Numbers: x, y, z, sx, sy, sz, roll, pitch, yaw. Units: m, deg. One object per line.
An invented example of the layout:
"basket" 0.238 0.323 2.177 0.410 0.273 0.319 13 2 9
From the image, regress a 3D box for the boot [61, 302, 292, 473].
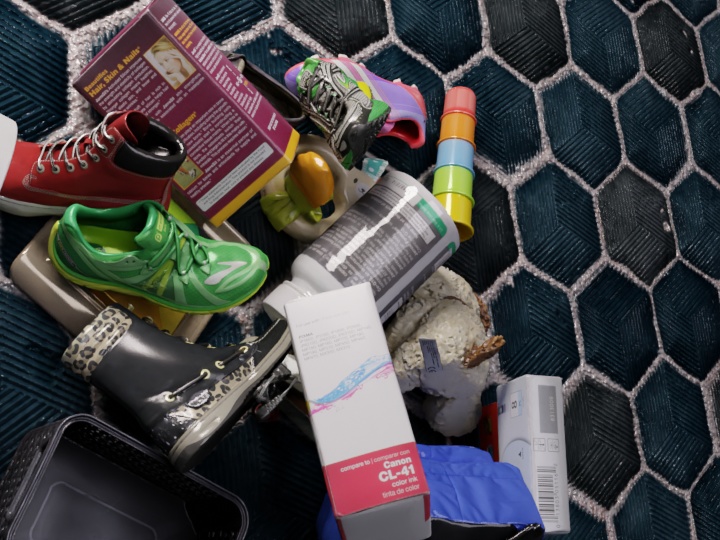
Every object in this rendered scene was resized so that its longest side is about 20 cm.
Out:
"boot" -0.159 0.073 0.973 0.153 0.074 0.204 36 41 4

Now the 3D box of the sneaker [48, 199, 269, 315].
"sneaker" -0.177 -0.013 0.950 0.198 0.084 0.075 8 55 -15

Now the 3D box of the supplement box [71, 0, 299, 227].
"supplement box" -0.169 -0.159 1.052 0.200 0.110 0.086 46 19 -17

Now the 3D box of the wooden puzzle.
"wooden puzzle" -0.212 -0.010 1.035 0.185 0.037 0.201 45 54 -19

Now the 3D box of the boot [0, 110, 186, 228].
"boot" -0.258 -0.106 0.937 0.198 0.144 0.073 14 55 -14

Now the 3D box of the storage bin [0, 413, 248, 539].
"storage bin" -0.214 0.229 0.923 0.199 0.093 0.136 35 58 -24

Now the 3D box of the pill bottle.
"pill bottle" 0.000 0.000 1.114 0.200 0.113 0.113 -43 105 -14

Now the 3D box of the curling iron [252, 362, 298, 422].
"curling iron" -0.082 0.125 0.991 0.026 0.200 0.050 39 76 5

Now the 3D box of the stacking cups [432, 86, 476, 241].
"stacking cups" 0.115 -0.138 1.321 0.060 0.060 0.202 20 63 -32

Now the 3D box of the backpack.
"backpack" 0.054 0.262 1.077 0.198 0.164 0.168 6 29 -20

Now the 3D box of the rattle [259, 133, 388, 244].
"rattle" -0.005 -0.109 1.168 0.199 0.143 0.131 -1 58 -32

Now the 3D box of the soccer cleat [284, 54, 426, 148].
"soccer cleat" 0.001 -0.196 1.241 0.199 0.067 0.077 9 61 -41

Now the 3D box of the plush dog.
"plush dog" 0.087 0.063 1.194 0.199 0.160 0.173 28 36 -29

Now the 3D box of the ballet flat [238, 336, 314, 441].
"ballet flat" -0.047 0.135 1.103 0.199 0.062 0.068 36 58 -25

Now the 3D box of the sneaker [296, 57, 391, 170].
"sneaker" -0.029 -0.166 1.100 0.085 0.200 0.078 30 102 -23

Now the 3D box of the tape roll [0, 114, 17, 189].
"tape roll" -0.374 -0.058 0.817 0.139 0.202 0.204 29 60 -29

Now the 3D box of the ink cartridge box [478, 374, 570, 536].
"ink cartridge box" 0.159 0.212 1.164 0.047 0.200 0.162 5 72 -19

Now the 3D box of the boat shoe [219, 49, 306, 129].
"boat shoe" -0.144 -0.203 1.130 0.199 0.065 0.072 29 60 -28

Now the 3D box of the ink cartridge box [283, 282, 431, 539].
"ink cartridge box" -0.001 0.134 0.939 0.085 0.148 0.201 -13 63 -2
